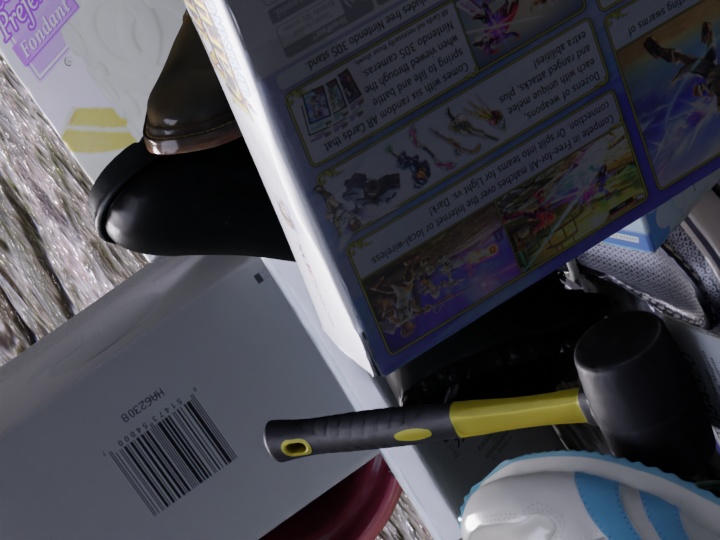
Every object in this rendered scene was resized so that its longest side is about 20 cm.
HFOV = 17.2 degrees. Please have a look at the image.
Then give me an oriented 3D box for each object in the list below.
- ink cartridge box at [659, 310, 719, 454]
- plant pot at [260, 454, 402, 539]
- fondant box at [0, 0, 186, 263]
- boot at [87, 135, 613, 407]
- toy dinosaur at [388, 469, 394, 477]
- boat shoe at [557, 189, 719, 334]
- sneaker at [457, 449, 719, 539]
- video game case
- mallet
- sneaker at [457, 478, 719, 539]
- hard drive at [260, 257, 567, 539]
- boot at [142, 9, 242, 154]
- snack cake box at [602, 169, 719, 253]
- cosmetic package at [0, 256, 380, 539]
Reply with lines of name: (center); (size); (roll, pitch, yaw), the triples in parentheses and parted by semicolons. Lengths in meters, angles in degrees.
ink cartridge box: (0.213, 0.104, 0.876); (0.200, 0.043, 0.197); (27, 148, 61)
plant pot: (-0.075, 0.085, 1.431); (0.201, 0.199, 0.179); (59, 179, -7)
fondant box: (-0.103, -0.126, 1.187); (0.144, 0.058, 0.200); (-43, 76, 28)
boot: (-0.001, 0.001, 1.040); (0.163, 0.198, 0.073); (59, 146, 28)
toy dinosaur: (0.049, 0.101, 1.301); (0.088, 0.048, 0.201); (9, 137, 32)
boat shoe: (0.071, -0.018, 0.966); (0.200, 0.093, 0.075); (40, 156, 41)
sneaker: (0.114, 0.129, 0.895); (0.199, 0.081, 0.077); (17, 152, 36)
video game case: (0.048, -0.095, 0.709); (0.045, 0.199, 0.182); (36, 153, 57)
mallet: (0.051, 0.067, 0.963); (0.199, 0.041, 0.066); (-16, 118, 37)
sneaker: (0.136, 0.143, 1.109); (0.200, 0.118, 0.074); (20, -130, -58)
hard drive: (0.029, 0.041, 1.164); (0.027, 0.132, 0.201); (-27, 97, 29)
boot: (-0.058, -0.129, 1.023); (0.200, 0.074, 0.097); (-64, -35, -56)
snack cake box: (0.035, -0.087, 0.896); (0.199, 0.067, 0.115); (14, 138, 41)
cosmetic package: (-0.099, 0.075, 1.237); (0.123, 0.199, 0.200); (55, 179, -12)
